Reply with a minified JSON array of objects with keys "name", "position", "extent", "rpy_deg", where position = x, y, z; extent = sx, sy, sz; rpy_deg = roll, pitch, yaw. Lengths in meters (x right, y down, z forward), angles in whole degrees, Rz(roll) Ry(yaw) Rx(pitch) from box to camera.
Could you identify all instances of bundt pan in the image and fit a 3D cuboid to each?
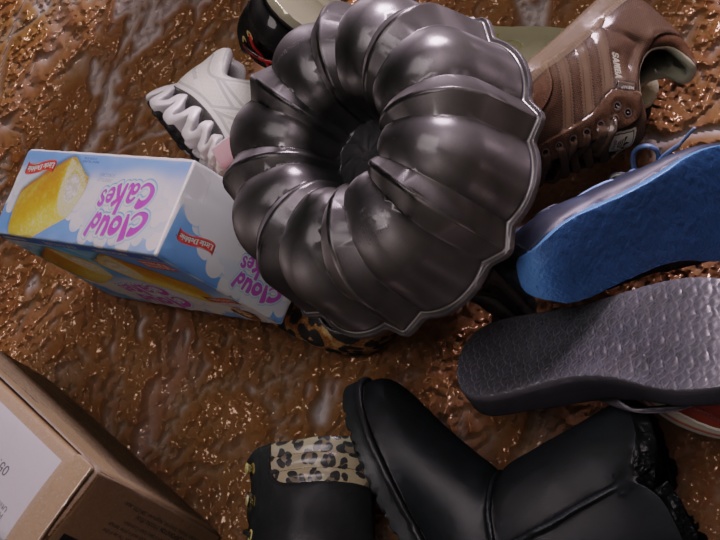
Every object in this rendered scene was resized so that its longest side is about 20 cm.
[{"name":"bundt pan","position":[0.001,-0.068,0.879],"extent":[0.200,0.075,0.205],"rpy_deg":[-14,66,34]}]

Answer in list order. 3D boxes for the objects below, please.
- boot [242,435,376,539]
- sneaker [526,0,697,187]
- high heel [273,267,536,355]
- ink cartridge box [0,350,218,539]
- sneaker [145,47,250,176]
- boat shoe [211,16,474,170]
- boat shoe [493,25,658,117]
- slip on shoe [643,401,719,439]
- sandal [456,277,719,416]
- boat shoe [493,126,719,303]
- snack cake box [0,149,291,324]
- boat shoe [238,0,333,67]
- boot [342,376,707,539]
[{"name":"boot","position":[-0.070,0.196,0.975],"extent":[0.201,0.074,0.156],"rpy_deg":[-14,59,20]},{"name":"sneaker","position":[0.131,-0.094,0.931],"extent":[0.075,0.071,0.200],"rpy_deg":[36,63,14]},{"name":"high heel","position":[0.000,0.000,0.977],"extent":[0.198,0.142,0.072],"rpy_deg":[-3,69,24]},{"name":"ink cartridge box","position":[-0.209,0.125,1.011],"extent":[0.199,0.165,0.075],"rpy_deg":[36,86,33]},{"name":"sneaker","position":[-0.071,-0.088,1.095],"extent":[0.081,0.075,0.200],"rpy_deg":[-41,58,-7]},{"name":"boat shoe","position":[-0.002,-0.094,1.002],"extent":[0.198,0.072,0.068],"rpy_deg":[-22,97,17]},{"name":"boat shoe","position":[0.099,-0.122,1.035],"extent":[0.199,0.064,0.074],"rpy_deg":[11,43,15]},{"name":"slip on shoe","position":[0.233,0.066,0.875],"extent":[0.199,0.062,0.074],"rpy_deg":[25,49,28]},{"name":"sandal","position":[0.150,0.049,0.874],"extent":[0.198,0.043,0.077],"rpy_deg":[-5,50,34]},{"name":"boat shoe","position":[0.165,-0.038,0.920],"extent":[0.068,0.198,0.085],"rpy_deg":[14,113,61]},{"name":"snack cake box","position":[-0.140,-0.024,1.039],"extent":[0.199,0.115,0.068],"rpy_deg":[7,70,48]},{"name":"boat shoe","position":[-0.045,-0.159,1.045],"extent":[0.074,0.201,0.063],"rpy_deg":[43,100,-6]},{"name":"boot","position":[0.097,0.118,0.920],"extent":[0.167,0.076,0.202],"rpy_deg":[-32,64,13]}]
